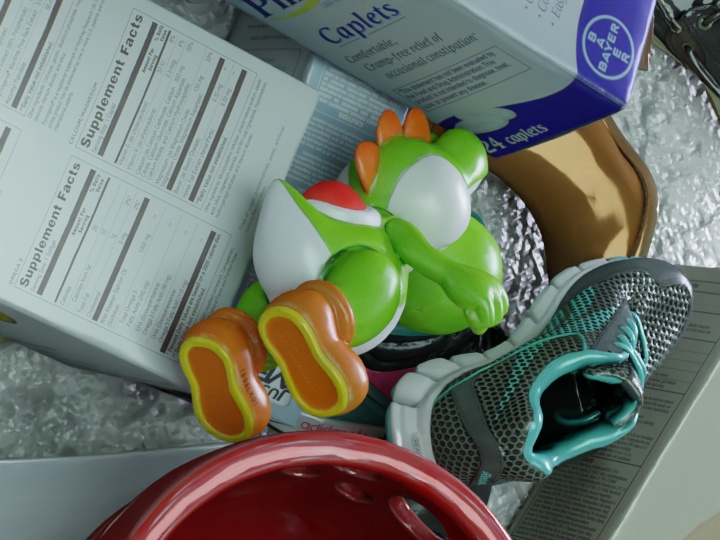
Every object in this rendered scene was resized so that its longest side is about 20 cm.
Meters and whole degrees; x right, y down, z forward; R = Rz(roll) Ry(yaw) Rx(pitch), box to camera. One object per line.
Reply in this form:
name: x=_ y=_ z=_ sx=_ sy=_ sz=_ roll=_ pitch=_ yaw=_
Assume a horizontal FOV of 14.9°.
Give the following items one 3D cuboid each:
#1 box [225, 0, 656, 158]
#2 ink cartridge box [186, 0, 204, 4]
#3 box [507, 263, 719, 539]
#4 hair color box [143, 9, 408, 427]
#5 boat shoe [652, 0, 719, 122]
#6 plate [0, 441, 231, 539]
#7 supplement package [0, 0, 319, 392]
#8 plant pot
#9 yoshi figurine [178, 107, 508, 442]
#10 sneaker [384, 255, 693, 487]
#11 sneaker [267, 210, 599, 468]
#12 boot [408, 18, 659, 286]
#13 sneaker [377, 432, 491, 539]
box: x=0.040 y=-0.183 z=1.258 sx=0.200 sy=0.105 sz=0.184 roll=28 pitch=66 yaw=-25
ink cartridge box: x=-0.010 y=-0.219 z=1.346 sx=0.200 sy=0.067 sz=0.116 roll=-29 pitch=106 yaw=-23
box: x=0.163 y=0.099 z=1.439 sx=0.078 sy=0.095 sz=0.200 roll=40 pitch=76 yaw=-24
hair color box: x=-0.044 y=-0.032 z=1.321 sx=0.061 sy=0.099 sz=0.200 roll=24 pitch=82 yaw=-28
boat shoe: x=0.202 y=-0.126 z=1.462 sx=0.073 sy=0.065 sz=0.200 roll=-47 pitch=111 yaw=-16
plate: x=-0.128 y=0.184 z=1.275 sx=0.200 sy=0.032 sz=0.200 roll=-2 pitch=83 yaw=-22
supplement package: x=-0.158 y=-0.056 z=1.230 sx=0.200 sy=0.152 sz=0.151 roll=27 pitch=80 yaw=-26
plant pot: x=-0.043 y=0.173 z=1.193 sx=0.200 sy=0.182 sz=0.200 roll=3 pitch=82 yaw=-21
yoshi figurine: x=0.010 y=0.012 z=1.228 sx=0.112 sy=0.112 sz=0.200 roll=30 pitch=41 yaw=12
sneaker: x=0.107 y=0.053 z=1.303 sx=0.200 sy=0.091 sz=0.078 roll=-33 pitch=114 yaw=-38
sneaker: x=0.051 y=0.028 z=1.368 sx=0.200 sy=0.084 sz=0.121 roll=6 pitch=121 yaw=-27
boot: x=0.068 y=-0.067 z=1.393 sx=0.155 sy=0.074 sz=0.200 roll=9 pitch=74 yaw=-27
sneaker: x=0.018 y=0.165 z=1.340 sx=0.076 sy=0.091 sz=0.200 roll=17 pitch=106 yaw=-27
